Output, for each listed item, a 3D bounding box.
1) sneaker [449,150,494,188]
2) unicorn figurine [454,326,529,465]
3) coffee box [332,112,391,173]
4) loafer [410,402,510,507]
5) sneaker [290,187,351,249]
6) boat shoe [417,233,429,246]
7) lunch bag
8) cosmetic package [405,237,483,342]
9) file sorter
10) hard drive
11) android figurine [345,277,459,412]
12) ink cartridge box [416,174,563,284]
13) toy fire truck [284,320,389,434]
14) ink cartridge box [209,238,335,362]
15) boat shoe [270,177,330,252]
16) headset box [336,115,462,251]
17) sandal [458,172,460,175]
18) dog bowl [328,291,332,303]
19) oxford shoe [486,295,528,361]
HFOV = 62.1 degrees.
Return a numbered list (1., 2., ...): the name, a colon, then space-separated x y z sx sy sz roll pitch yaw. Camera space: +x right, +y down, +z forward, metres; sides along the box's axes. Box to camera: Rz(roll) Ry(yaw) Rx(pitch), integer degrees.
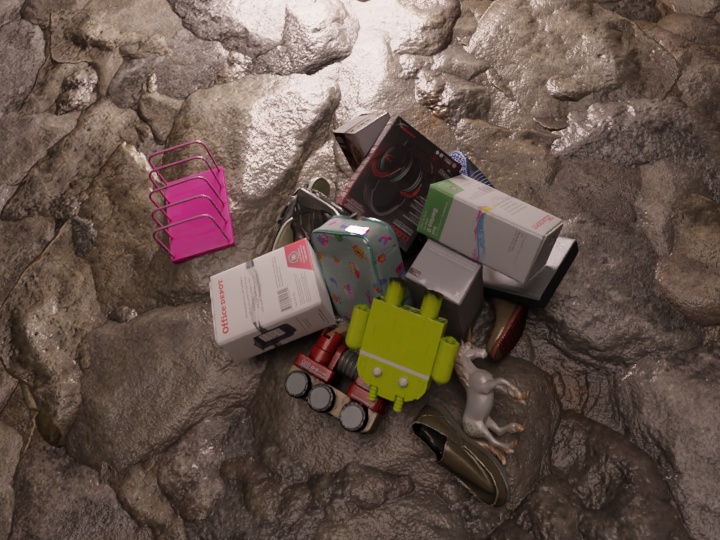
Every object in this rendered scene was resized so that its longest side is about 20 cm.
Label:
1. sneaker: 0.227 -0.159 1.188 0.070 0.077 0.202 -48 38 29
2. unicorn figurine: 0.206 0.206 0.981 0.135 0.073 0.205 13 89 32
3. coffee box: 0.021 -0.241 1.175 0.079 0.114 0.200 -32 20 -5
4. loafer: 0.152 0.303 0.960 0.069 0.076 0.200 -14 43 -42
5. sneaker: -0.059 -0.066 1.131 0.198 0.076 0.116 33 111 27
6. boat shoe: 0.129 -0.088 1.132 0.061 0.074 0.204 -17 62 8
7. lunch bag: 0.000 0.000 1.027 0.159 0.204 0.077 13 38 44
8. cosmetic package: 0.149 0.039 1.026 0.106 0.201 0.091 29 72 20
9. file sorter: -0.360 -0.147 1.248 0.136 0.126 0.204 -16 63 2
10. hard drive: 0.268 -0.012 1.072 0.198 0.033 0.140 14 57 45
11. android figurine: 0.062 0.120 0.937 0.179 0.041 0.204 20 102 18
12. ink cartridge box: 0.212 -0.073 0.972 0.197 0.145 0.089 27 116 23
13. toy fire truck: -0.012 0.163 1.054 0.174 0.129 0.203 25 81 20
14. ink cartridge box: -0.160 0.054 1.071 0.196 0.085 0.147 -22 55 6
15. boat shoe: -0.135 -0.104 1.223 0.065 0.074 0.203 11 73 46
16. headset box: 0.060 -0.143 1.056 0.147 0.075 0.202 34 93 -13
17. sandal: 0.174 -0.173 1.139 0.054 0.080 0.201 -37 50 3
18. dog bowl: -0.126 0.051 1.154 0.198 0.050 0.112 -34 64 -8
19. oxford shoe: 0.262 0.070 1.073 0.074 0.071 0.202 17 61 31
